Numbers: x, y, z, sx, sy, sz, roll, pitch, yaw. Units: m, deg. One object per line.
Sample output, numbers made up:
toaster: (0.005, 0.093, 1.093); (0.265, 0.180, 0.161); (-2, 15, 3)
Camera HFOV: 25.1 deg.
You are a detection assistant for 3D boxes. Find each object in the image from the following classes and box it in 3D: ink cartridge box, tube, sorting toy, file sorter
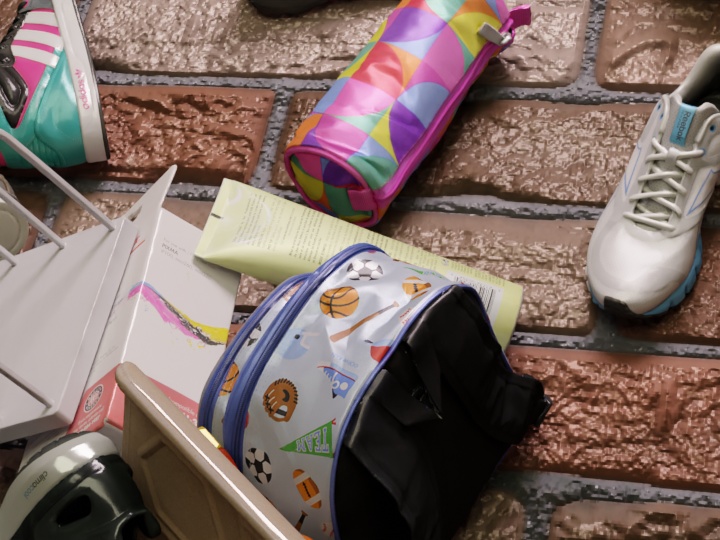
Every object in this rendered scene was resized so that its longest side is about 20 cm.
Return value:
ink cartridge box: (-0.134, 0.046, 0.977); (0.116, 0.067, 0.201); (-38, 32, 41)
tube: (0.000, 0.000, 0.993); (0.199, 0.058, 0.052); (20, 90, -5)
sorting toy: (-0.064, 0.161, 0.844); (0.036, 0.201, 0.185); (-30, 56, -30)
file sorter: (-0.258, 0.019, 0.960); (0.199, 0.124, 0.140); (-17, 45, 37)

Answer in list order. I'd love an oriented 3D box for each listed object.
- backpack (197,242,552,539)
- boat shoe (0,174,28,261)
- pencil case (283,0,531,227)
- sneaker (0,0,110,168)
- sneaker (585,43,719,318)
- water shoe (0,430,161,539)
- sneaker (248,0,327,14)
backpack: (0.003, 0.080, 0.892); (0.153, 0.191, 0.201); (20, 61, 20)
boat shoe: (-0.324, -0.007, 1.096); (0.201, 0.072, 0.060); (-26, 44, -7)
pencil case: (0.031, -0.123, 1.098); (0.088, 0.089, 0.200); (25, 65, 26)
sneaker: (-0.258, -0.149, 1.177); (0.120, 0.084, 0.201); (-13, 55, -10)
sneaker: (0.195, -0.063, 1.022); (0.075, 0.087, 0.201); (18, 62, 20)
water shoe: (-0.167, 0.174, 0.868); (0.071, 0.201, 0.079); (-20, 58, -40)
sneaker: (0.005, -0.246, 1.192); (0.199, 0.079, 0.076); (-16, 54, -2)
